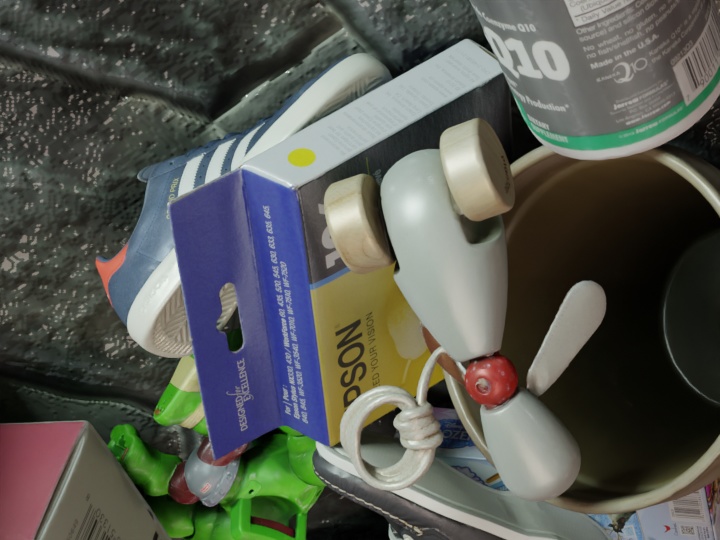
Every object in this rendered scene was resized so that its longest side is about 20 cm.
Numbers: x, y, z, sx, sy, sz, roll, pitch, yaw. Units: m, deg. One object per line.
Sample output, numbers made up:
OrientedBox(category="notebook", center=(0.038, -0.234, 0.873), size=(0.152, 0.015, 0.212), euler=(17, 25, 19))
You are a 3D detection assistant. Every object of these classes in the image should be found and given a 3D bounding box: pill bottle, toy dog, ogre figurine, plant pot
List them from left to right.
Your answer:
OrientedBox(category="ogre figurine", center=(-0.081, 0.116, 1.329), size=(0.120, 0.098, 0.200), euler=(33, 110, -17))
OrientedBox(category="toy dog", center=(0.058, 0.012, 1.140), size=(0.132, 0.096, 0.200), euler=(2, 111, 17))
OrientedBox(category="pill bottle", center=(0.103, -0.160, 1.090), size=(0.113, 0.113, 0.200), euler=(-20, 130, 11))
OrientedBox(category="plant pot", center=(0.171, 0.029, 1.217), size=(0.200, 0.200, 0.173), euler=(-44, 154, 28))

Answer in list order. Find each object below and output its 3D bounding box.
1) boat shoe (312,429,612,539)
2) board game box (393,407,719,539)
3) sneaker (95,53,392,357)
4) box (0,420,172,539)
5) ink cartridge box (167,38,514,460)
OrientedBox(category="boat shoe", center=(0.054, 0.150, 1.294), size=(0.200, 0.074, 0.060), euler=(22, 109, -24))
OrientedBox(category="board game box", center=(0.136, 0.171, 1.393), size=(0.199, 0.041, 0.200), euler=(4, 136, 21))
OrientedBox(category="sneaker", center=(-0.069, -0.051, 1.202), size=(0.200, 0.085, 0.075), euler=(-47, 142, 2))
OrientedBox(category="box", center=(-0.233, 0.169, 1.306), size=(0.200, 0.109, 0.128), euler=(-5, 135, 27))
OrientedBox(category="ink cartridge box", center=(0.000, 0.000, 1.206), size=(0.200, 0.047, 0.198), euler=(-32, 139, -25))
